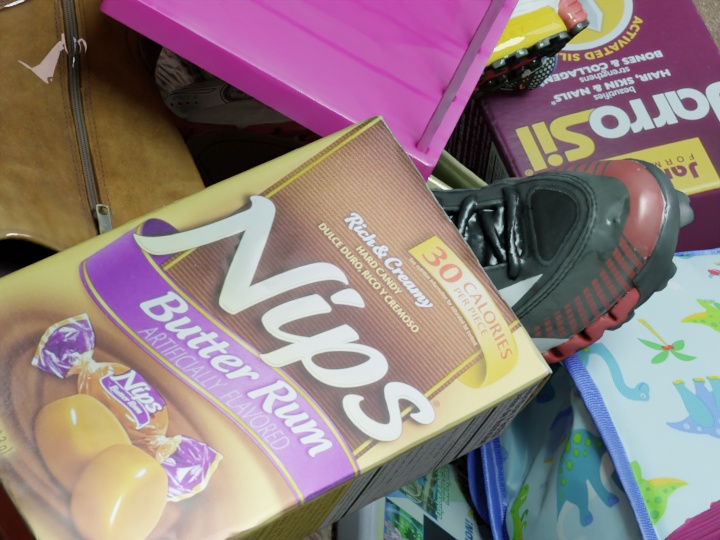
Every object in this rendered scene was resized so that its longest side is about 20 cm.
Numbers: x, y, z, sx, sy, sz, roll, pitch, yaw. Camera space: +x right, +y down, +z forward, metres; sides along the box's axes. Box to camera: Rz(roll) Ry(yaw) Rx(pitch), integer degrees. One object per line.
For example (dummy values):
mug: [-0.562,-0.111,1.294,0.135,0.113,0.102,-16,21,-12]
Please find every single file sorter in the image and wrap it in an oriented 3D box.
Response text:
file sorter: [0.012,-0.156,0.994,0.138,0.126,0.200,29,33,-1]

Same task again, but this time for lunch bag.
lunch bag: [0.141,0.080,1.041,0.169,0.128,0.201,-2,59,-29]

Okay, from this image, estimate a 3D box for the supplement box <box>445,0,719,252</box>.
supplement box: [0.108,-0.077,1.268,0.130,0.104,0.201,-14,55,-13]

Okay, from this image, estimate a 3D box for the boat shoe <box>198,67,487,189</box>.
boat shoe: [-0.009,-0.077,1.187,0.201,0.063,0.073,51,25,2]

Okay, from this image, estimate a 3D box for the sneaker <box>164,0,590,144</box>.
sneaker: [-0.001,-0.102,1.128,0.199,0.078,0.083,-23,84,-20]

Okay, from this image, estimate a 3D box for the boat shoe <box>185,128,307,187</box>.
boat shoe: [0.000,0.000,1.101,0.199,0.065,0.073,23,78,-19]

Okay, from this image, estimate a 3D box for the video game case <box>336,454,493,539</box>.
video game case: [0.061,0.148,1.040,0.182,0.022,0.201,39,28,-22]

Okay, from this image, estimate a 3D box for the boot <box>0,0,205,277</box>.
boot: [-0.080,-0.078,1.014,0.187,0.069,0.201,4,45,-32]

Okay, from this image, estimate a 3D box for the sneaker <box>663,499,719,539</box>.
sneaker: [0.132,0.155,0.873,0.088,0.081,0.201,41,49,-17]

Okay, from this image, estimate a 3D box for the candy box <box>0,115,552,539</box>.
candy box: [-0.047,0.037,0.866,0.199,0.057,0.117,-25,73,-31]

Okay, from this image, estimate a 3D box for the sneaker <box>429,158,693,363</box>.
sneaker: [0.027,0.002,0.972,0.098,0.199,0.071,30,47,-51]

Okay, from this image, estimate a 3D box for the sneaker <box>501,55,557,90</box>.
sneaker: [0.085,-0.168,1.229,0.078,0.075,0.201,25,71,-4]
